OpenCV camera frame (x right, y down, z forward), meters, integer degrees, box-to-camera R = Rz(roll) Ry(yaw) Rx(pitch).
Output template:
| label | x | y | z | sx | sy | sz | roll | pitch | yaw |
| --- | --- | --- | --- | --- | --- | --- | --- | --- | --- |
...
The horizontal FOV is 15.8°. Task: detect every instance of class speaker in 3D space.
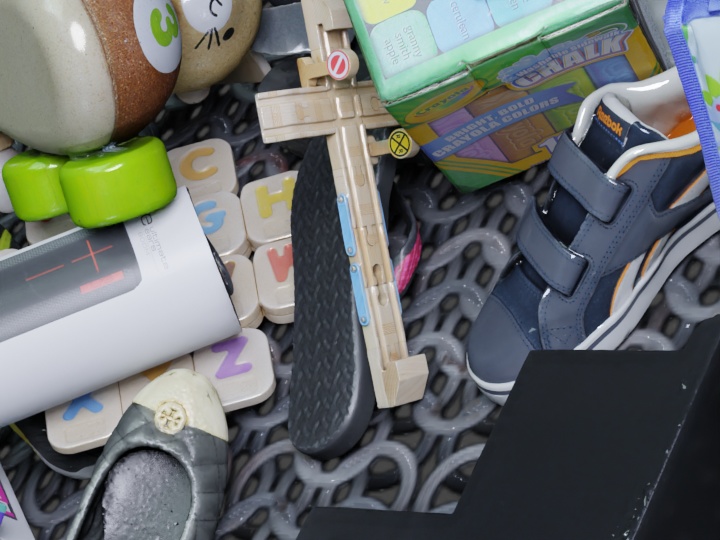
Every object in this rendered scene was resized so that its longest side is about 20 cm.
| label | x | y | z | sx | sy | sz | roll | pitch | yaw |
| --- | --- | --- | --- | --- | --- | --- | --- | --- | --- |
| speaker | -0.161 | 0.029 | 1.284 | 0.199 | 0.081 | 0.081 | -21 | 38 | -3 |

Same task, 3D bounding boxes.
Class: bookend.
| label | x | y | z | sx | sy | sz | roll | pitch | yaw |
| --- | --- | --- | --- | --- | --- | --- | --- | --- | --- |
| bookend | 0.061 | 0.125 | 1.068 | 0.199 | 0.092 | 0.199 | -2 | 52 | 44 |

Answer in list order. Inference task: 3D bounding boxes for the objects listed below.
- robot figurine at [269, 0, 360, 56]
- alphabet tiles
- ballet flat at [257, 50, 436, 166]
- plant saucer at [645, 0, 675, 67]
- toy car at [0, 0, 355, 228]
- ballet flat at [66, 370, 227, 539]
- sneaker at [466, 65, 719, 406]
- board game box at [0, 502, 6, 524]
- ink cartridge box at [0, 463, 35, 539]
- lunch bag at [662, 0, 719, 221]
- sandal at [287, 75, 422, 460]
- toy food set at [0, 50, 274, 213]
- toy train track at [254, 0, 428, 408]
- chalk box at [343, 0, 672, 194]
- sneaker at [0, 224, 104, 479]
| label | x | y | z | sx | sy | sz | roll | pitch | yaw |
| --- | --- | --- | --- | --- | --- | --- | --- | --- | --- |
| robot figurine | 0.013 | -0.196 | 1.407 | 0.199 | 0.151 | 0.125 | -3 | 16 | 43 |
| alphabet tiles | -0.114 | 0.007 | 1.353 | 0.199 | 0.015 | 0.196 | -15 | 45 | 3 |
| ballet flat | 0.032 | -0.083 | 1.344 | 0.199 | 0.057 | 0.067 | 8 | 73 | 40 |
| plant saucer | 0.193 | -0.189 | 1.285 | 0.199 | 0.050 | 0.201 | -26 | 40 | 23 |
| toy car | -0.095 | -0.133 | 1.305 | 0.199 | 0.165 | 0.158 | -23 | 14 | -25 |
| ballet flat | -0.114 | 0.137 | 1.232 | 0.066 | 0.057 | 0.201 | 17 | 70 | 14 |
| sneaker | 0.112 | -0.029 | 1.184 | 0.200 | 0.079 | 0.078 | -45 | 37 | 2 |
| board game box | -0.267 | 0.173 | 1.328 | 0.200 | 0.045 | 0.153 | 5 | 73 | 55 |
| ink cartridge box | -0.215 | 0.149 | 1.346 | 0.095 | 0.037 | 0.200 | -54 | 36 | 12 |
| lunch bag | 0.232 | -0.052 | 0.986 | 0.169 | 0.200 | 0.128 | -6 | 50 | 39 |
| sandal | 0.000 | 0.000 | 1.288 | 0.075 | 0.045 | 0.201 | -21 | 58 | 51 |
| toy food set | -0.158 | -0.080 | 1.432 | 0.199 | 0.061 | 0.143 | -21 | 9 | -16 |
| toy train track | 0.008 | -0.037 | 1.225 | 0.032 | 0.114 | 0.201 | -10 | 91 | 39 |
| chalk box | 0.057 | -0.135 | 1.192 | 0.123 | 0.200 | 0.125 | -22 | 70 | 11 |
| sneaker | -0.182 | 0.048 | 1.408 | 0.075 | 0.077 | 0.200 | -21 | 47 | -23 |
